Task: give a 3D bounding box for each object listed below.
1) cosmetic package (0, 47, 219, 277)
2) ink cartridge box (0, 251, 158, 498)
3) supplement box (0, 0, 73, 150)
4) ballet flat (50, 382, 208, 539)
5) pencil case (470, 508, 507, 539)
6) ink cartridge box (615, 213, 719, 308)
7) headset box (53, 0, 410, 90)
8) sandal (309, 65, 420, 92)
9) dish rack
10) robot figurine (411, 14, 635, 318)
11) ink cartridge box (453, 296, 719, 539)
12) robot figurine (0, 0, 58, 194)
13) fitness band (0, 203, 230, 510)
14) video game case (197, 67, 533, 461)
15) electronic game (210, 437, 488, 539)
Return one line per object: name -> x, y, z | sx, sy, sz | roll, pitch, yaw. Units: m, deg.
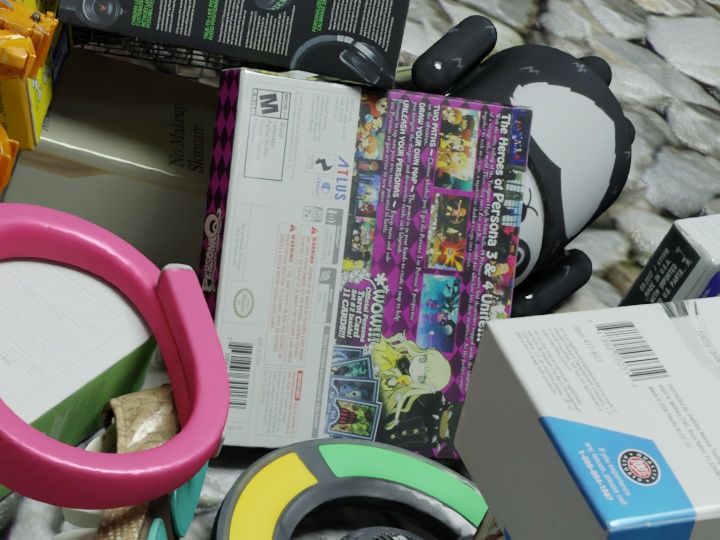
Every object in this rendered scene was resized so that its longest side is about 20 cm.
cosmetic package -> -0.107, -0.057, 1.400 | 0.199, 0.071, 0.105 | 14, 37, -17
ink cartridge box -> -0.199, 0.057, 1.209 | 0.104, 0.059, 0.200 | 36, 36, 13
supplement box -> -0.268, -0.139, 1.311 | 0.199, 0.110, 0.109 | 0, 36, 5
ballet flat -> -0.117, 0.130, 1.180 | 0.065, 0.071, 0.200 | -2, 33, 7
pencil case -> 0.055, 0.173, 1.147 | 0.090, 0.078, 0.200 | 56, 42, -8
ink cartridge box -> 0.210, 0.043, 1.368 | 0.199, 0.199, 0.043 | -5, 49, -38
headset box -> -0.065, -0.187, 1.332 | 0.199, 0.093, 0.174 | 11, 24, -1
sandal -> -0.012, -0.100, 1.517 | 0.200, 0.080, 0.057 | -1, 30, -33
dish rack -> -0.118, -0.151, 1.465 | 0.199, 0.055, 0.153 | 5, -2, -28
robot figurine -> 0.090, -0.063, 1.478 | 0.150, 0.125, 0.200 | 39, 44, 13
ink cartridge box -> 0.167, 0.089, 1.155 | 0.199, 0.085, 0.146 | -5, 40, -22
robot figurine -> -0.262, -0.114, 1.221 | 0.199, 0.146, 0.058 | 19, 23, -4
fitness band -> -0.140, 0.038, 1.185 | 0.143, 0.038, 0.200 | 6, 39, -25
video game case -> 0.000, 0.000, 1.308 | 0.180, 0.201, 0.036 | 5, 2, -26
electronic game -> 0.018, 0.163, 1.223 | 0.199, 0.042, 0.201 | 18, 38, -14
